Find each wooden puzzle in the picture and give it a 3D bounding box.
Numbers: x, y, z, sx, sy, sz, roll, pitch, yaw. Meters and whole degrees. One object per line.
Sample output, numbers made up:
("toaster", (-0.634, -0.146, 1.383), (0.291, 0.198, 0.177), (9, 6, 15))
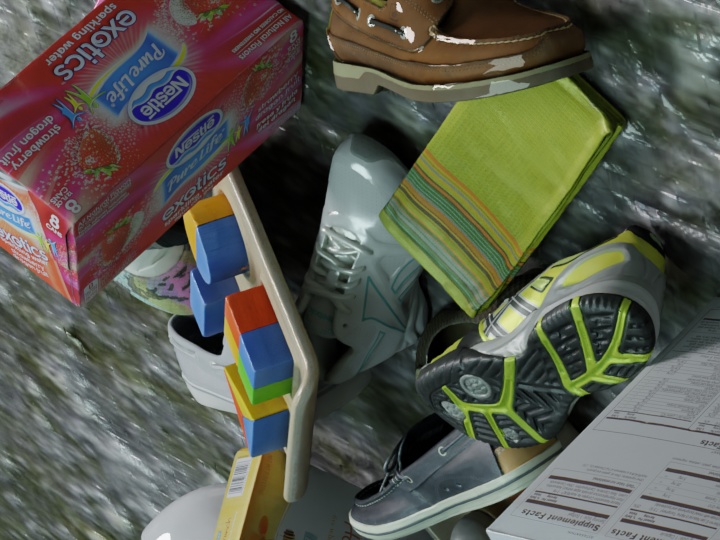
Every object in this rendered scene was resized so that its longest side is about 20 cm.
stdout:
("wooden puzzle", (-0.074, 0.029, 1.691), (0.185, 0.046, 0.200), (96, 158, -65))

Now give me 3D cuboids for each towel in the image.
("towel", (0.074, -0.053, 1.493), (0.086, 0.018, 0.200), (43, 143, 7))

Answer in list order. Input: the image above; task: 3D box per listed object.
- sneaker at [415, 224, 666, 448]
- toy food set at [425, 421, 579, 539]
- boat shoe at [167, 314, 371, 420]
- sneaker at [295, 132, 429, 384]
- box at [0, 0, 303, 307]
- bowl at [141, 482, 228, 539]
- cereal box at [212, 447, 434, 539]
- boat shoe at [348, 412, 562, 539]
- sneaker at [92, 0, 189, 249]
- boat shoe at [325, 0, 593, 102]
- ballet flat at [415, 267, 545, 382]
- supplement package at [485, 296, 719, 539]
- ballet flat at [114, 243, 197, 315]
("sneaker", (0.108, 0.040, 1.509), (0.075, 0.076, 0.200), (41, 142, -16))
("toy food set", (0.126, 0.183, 1.715), (0.144, 0.060, 0.200), (49, 153, -3))
("boat shoe", (-0.067, 0.056, 1.826), (0.200, 0.072, 0.069), (14, 139, 60))
("sneaker", (0.000, 0.000, 1.636), (0.070, 0.080, 0.200), (34, 149, 27))
("box", (-0.133, -0.089, 1.575), (0.100, 0.200, 0.096), (37, 153, 18))
("bowl", (-0.039, 0.217, 1.903), (0.200, 0.075, 0.200), (41, -165, 21))
("cereal box", (-0.012, 0.218, 1.783), (0.200, 0.144, 0.039), (26, 156, -29))
("boat shoe", (0.051, 0.119, 1.659), (0.062, 0.075, 0.200), (59, 147, -1))
("sneaker", (-0.135, -0.094, 1.714), (0.087, 0.074, 0.200), (6, 121, 4))
("boat shoe", (0.042, -0.129, 1.408), (0.200, 0.072, 0.068), (7, 110, 53))
("ballet flat", (0.073, 0.051, 1.633), (0.067, 0.046, 0.200), (49, 153, -1))
("supplement package", (0.204, 0.137, 1.393), (0.151, 0.200, 0.152), (8, 133, 51))
("ballet flat", (-0.169, -0.051, 1.817), (0.200, 0.069, 0.071), (50, 169, 1))
